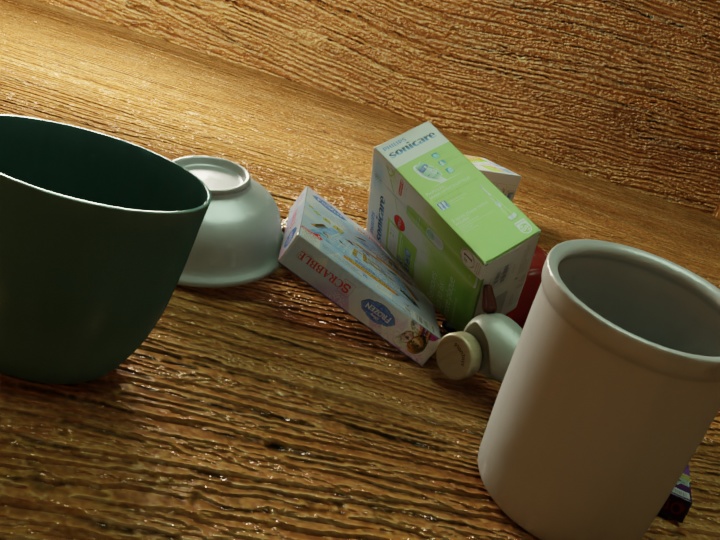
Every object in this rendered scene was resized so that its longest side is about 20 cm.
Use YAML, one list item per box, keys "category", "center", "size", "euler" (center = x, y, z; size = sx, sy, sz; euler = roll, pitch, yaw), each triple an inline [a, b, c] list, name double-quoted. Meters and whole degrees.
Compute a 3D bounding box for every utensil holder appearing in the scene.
- category: "utensil holder"
  center: [0.199, 0.104, 0.702]
  size: [0.168, 0.202, 0.171]
  euler: [13, 27, -7]

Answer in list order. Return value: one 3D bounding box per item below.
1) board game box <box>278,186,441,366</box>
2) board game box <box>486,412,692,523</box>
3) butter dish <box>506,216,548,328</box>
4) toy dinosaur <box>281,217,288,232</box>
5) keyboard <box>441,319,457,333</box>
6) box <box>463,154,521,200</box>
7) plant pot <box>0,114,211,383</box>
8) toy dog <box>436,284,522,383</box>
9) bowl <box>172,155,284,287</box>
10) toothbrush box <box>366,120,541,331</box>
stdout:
- category: "board game box"
  center: [0.000, 0.000, 1.001]
  size: [0.199, 0.041, 0.200]
  euler: [37, 16, -12]
- category: "board game box"
  center: [0.231, 0.173, 0.864]
  size: [0.198, 0.033, 0.120]
  euler: [25, 21, 15]
- category: "butter dish"
  center: [0.186, -0.008, 1.154]
  size: [0.198, 0.149, 0.199]
  euler: [4, 22, -48]
- category: "toy dinosaur"
  center: [-0.110, -0.031, 1.093]
  size: [0.105, 0.061, 0.200]
  euler: [-4, 8, 17]
- category: "keyboard"
  center: [0.191, 0.108, 1.032]
  size: [0.198, 0.040, 0.104]
  euler: [19, -6, 1]
- category: "box"
  center: [0.231, -0.180, 1.814]
  size: [0.112, 0.102, 0.199]
  euler: [32, 21, 35]
- category: "plant pot"
  center: [-0.234, -0.011, 0.676]
  size: [0.198, 0.163, 0.201]
  euler: [18, 17, -5]
- category: "toy dog"
  center: [0.176, 0.076, 0.873]
  size: [0.198, 0.098, 0.132]
  euler: [10, 15, 23]
- category: "bowl"
  center: [-0.175, -0.070, 0.971]
  size: [0.198, 0.091, 0.202]
  euler: [7, 28, -4]
- category: "toothbrush box"
  center: [0.099, -0.047, 0.990]
  size: [0.085, 0.146, 0.200]
  euler: [-27, 60, -22]
